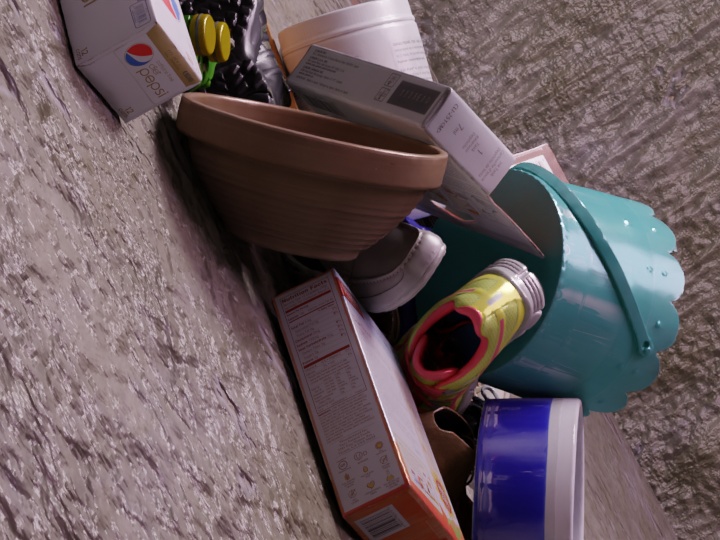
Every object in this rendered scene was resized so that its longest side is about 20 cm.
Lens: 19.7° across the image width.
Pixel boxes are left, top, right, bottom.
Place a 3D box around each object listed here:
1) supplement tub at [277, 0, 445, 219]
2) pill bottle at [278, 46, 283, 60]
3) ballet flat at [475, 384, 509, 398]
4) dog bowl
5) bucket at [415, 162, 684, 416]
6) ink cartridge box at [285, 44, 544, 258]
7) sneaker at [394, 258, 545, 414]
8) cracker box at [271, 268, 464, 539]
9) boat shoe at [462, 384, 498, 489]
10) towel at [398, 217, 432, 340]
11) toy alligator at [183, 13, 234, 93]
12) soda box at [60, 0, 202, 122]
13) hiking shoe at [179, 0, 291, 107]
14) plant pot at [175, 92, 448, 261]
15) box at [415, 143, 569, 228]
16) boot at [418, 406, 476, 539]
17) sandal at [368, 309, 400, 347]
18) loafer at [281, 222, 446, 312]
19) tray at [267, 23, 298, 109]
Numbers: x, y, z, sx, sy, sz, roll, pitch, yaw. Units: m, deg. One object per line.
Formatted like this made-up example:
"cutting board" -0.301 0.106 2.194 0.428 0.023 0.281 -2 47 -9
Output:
"supplement tub" 0.010 -0.139 1.918 0.132 0.132 0.201 -18 93 -81
"pill bottle" -0.018 -0.196 2.086 0.111 0.111 0.200 63 9 -1
"ballet flat" 0.111 0.109 2.084 0.200 0.065 0.071 64 9 5
"dog bowl" 0.138 0.203 1.676 0.200 0.079 0.201 1 90 -81
"bucket" 0.153 0.015 1.733 0.135 0.207 0.208 17 39 -38
"ink cartridge box" 0.053 -0.097 1.665 0.174 0.044 0.200 43 -11 -36
"sneaker" 0.058 0.070 1.631 0.078 0.200 0.090 45 38 12
"cracker box" 0.007 0.115 1.517 0.134 0.058 0.200 54 14 -52
"boat shoe" 0.098 0.141 1.825 0.199 0.068 0.074 48 18 -55
"towel" 0.036 0.029 1.844 0.200 0.049 0.148 21 67 -80
"toy alligator" -0.127 -0.157 1.549 0.200 0.059 0.054 6 85 -79
"soda box" -0.168 -0.199 1.416 0.068 0.064 0.200 52 15 -49
"hiking shoe" -0.101 -0.165 1.709 0.101 0.075 0.200 66 12 -52
"plant pot" -0.043 -0.063 1.510 0.201 0.200 0.093 -40 143 -81
"box" 0.106 -0.044 2.019 0.100 0.200 0.075 -20 79 -43
"boot" 0.071 0.169 1.670 0.200 0.075 0.074 51 13 -57
"sandal" 0.000 0.000 1.719 0.055 0.082 0.200 44 22 -47
"loafer" -0.003 -0.010 1.592 0.070 0.070 0.200 41 -22 -19
"tray" -0.095 -0.179 1.848 0.099 0.037 0.200 52 15 -50
